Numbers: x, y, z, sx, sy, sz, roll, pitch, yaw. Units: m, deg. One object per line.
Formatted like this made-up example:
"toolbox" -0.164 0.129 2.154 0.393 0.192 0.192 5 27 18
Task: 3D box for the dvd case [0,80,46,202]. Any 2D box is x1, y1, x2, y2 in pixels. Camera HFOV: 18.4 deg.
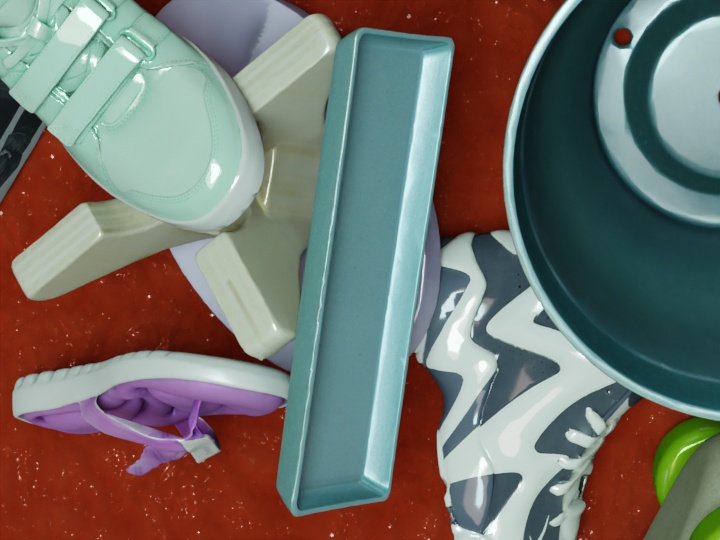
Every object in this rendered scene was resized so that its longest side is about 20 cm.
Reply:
"dvd case" -0.223 -0.015 1.022 0.025 0.150 0.201 37 102 16

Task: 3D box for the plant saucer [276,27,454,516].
"plant saucer" 0.000 0.000 0.927 0.019 0.070 0.202 14 100 35

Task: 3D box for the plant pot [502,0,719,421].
"plant pot" 0.163 -0.060 0.934 0.198 0.188 0.202 2 104 6

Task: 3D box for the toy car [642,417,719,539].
"toy car" 0.212 0.175 0.987 0.199 0.164 0.159 24 102 -3

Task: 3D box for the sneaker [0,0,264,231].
"sneaker" -0.131 -0.089 0.890 0.200 0.118 0.074 45 106 20

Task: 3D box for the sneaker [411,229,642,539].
"sneaker" 0.104 0.072 1.022 0.129 0.079 0.201 -14 87 19

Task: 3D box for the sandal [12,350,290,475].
"sandal" -0.093 0.069 1.011 0.082 0.202 0.050 10 79 -31

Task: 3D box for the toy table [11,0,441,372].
"toy table" -0.056 -0.043 0.982 0.184 0.117 0.200 -48 70 18
